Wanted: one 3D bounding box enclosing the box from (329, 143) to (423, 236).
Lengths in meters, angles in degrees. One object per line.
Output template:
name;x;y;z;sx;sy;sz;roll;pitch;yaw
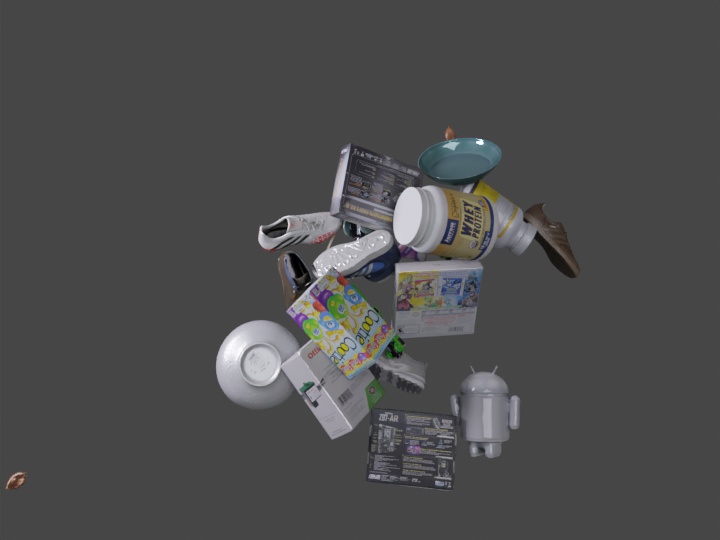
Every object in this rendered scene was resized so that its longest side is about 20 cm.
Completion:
box;0.039;-0.174;1.576;0.197;0.048;0.161;15;79;-25

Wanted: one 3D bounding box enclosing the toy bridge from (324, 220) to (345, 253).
toy bridge;-0.053;-0.020;1.653;0.066;0.027;0.204;-4;81;-9

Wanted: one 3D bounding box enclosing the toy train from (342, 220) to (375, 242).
toy train;0.019;-0.155;1.647;0.113;0.085;0.204;3;81;-39

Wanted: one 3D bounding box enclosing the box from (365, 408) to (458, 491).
box;0.116;0.398;1.586;0.196;0.044;0.163;3;81;7

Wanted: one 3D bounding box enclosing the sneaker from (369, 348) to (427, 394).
sneaker;0.062;0.208;1.628;0.198;0.075;0.083;28;52;-2

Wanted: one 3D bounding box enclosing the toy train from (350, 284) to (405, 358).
toy train;0.029;0.114;1.591;0.200;0.056;0.042;48;122;5

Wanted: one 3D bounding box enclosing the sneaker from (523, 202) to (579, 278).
sneaker;0.477;-0.077;1.716;0.075;0.070;0.201;-40;89;-12

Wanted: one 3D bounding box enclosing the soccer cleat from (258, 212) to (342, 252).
soccer cleat;-0.137;-0.096;1.613;0.197;0.085;0.070;-14;67;-4

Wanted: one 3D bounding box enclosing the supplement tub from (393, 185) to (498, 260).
supplement tub;0.184;-0.104;1.536;0.197;0.144;0.147;7;80;-26

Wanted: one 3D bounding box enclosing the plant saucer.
plant saucer;0.235;-0.252;1.672;0.197;0.201;0.036;-19;125;-10

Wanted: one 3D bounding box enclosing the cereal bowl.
cereal bowl;-0.222;0.209;1.568;0.197;0.083;0.204;1;83;-8

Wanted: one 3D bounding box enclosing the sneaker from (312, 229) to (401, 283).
sneaker;0.000;0.000;1.606;0.198;0.147;0.081;-25;52;-2

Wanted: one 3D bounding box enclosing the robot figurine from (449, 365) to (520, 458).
robot figurine;0.281;0.319;1.609;0.167;0.113;0.204;-3;82;26

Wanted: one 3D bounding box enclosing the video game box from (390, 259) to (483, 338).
video game box;0.170;0.065;1.614;0.196;0.047;0.185;-3;124;-9

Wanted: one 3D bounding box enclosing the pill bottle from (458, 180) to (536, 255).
pill bottle;0.313;-0.124;1.678;0.199;0.112;0.113;35;79;-3

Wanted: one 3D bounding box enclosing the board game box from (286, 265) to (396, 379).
board game box;-0.040;0.111;1.505;0.200;0.103;0.105;47;44;-5

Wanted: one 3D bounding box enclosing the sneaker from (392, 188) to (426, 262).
sneaker;0.109;-0.117;1.669;0.087;0.081;0.204;-4;81;5

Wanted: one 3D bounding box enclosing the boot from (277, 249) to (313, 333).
boot;-0.139;0.047;1.595;0.074;0.097;0.203;-22;85;-10

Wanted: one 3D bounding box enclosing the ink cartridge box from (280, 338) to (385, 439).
ink cartridge box;-0.059;0.238;1.550;0.201;0.084;0.146;55;42;-1

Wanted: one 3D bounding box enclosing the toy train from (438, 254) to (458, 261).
toy train;0.205;-0.055;1.681;0.041;0.056;0.203;-17;85;-10
